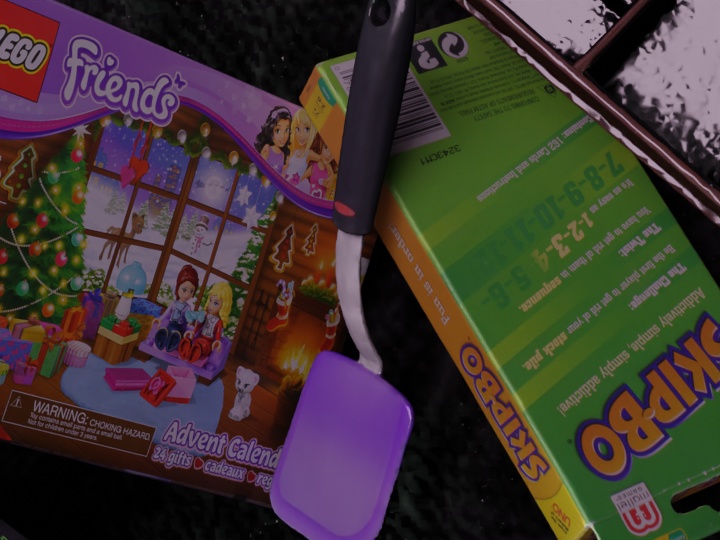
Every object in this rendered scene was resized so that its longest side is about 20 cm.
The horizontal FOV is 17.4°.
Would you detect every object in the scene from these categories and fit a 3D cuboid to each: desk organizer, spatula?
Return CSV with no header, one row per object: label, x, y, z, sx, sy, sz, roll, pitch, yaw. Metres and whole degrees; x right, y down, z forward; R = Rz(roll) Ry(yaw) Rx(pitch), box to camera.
desk organizer,0.068,-0.105,0.774,0.200,0.077,0.072,41,95,6
spatula,0.000,0.000,0.771,0.056,0.021,0.201,30,123,44

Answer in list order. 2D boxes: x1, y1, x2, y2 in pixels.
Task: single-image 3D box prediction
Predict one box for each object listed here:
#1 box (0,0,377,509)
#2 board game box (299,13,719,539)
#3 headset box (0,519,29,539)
box,-0.080,-0.005,0.780,0.039,0.200,0.137,14,86,44
board game box,0.068,0.004,0.785,0.095,0.030,0.200,-19,66,-29
headset box,-0.194,0.125,0.697,0.200,0.093,0.175,31,122,28
